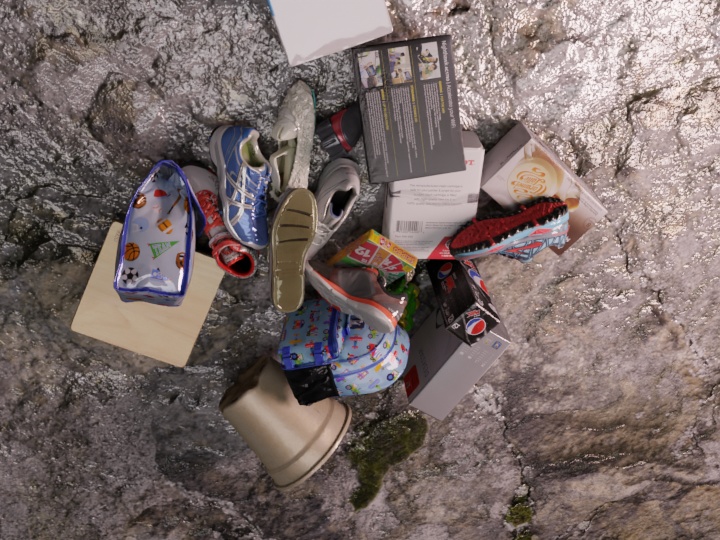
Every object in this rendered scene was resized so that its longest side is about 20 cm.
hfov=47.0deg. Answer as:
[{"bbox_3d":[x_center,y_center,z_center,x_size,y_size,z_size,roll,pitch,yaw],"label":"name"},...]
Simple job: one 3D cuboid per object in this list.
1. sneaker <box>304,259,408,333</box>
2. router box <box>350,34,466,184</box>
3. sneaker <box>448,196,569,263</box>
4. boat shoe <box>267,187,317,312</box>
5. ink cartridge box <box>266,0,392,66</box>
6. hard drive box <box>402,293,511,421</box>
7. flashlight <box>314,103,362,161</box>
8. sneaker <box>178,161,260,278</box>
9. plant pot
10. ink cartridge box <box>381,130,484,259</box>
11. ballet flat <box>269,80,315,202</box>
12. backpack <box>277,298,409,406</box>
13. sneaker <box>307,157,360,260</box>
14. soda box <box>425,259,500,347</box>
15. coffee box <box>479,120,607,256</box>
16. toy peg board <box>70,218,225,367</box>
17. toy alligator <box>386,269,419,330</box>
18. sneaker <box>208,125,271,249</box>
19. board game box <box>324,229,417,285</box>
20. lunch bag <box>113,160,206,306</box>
[{"bbox_3d":[-0.005,0.027,1.353,0.082,0.199,0.077,-50,154,-18],"label":"sneaker"},{"bbox_3d":[0.071,-0.237,1.226,0.148,0.051,0.201,-7,104,2],"label":"router box"},{"bbox_3d":[0.243,-0.042,1.329,0.199,0.079,0.096,-16,127,4],"label":"sneaker"},{"bbox_3d":[-0.118,-0.038,1.328,0.074,0.068,0.201,6,104,-22],"label":"boat shoe"},{"bbox_3d":[-0.056,-0.391,1.112,0.145,0.200,0.147,-18,121,3],"label":"ink cartridge box"},{"bbox_3d":[0.163,0.139,1.475,0.077,0.156,0.200,28,113,-20],"label":"hard drive box"},{"bbox_3d":[0.027,-0.244,1.282,0.199,0.068,0.068,-26,102,13],"label":"flashlight"},{"bbox_3d":[-0.228,-0.078,1.332,0.067,0.108,0.202,-29,119,11],"label":"sneaker"},{"bbox_3d":[-0.149,0.261,1.509,0.200,0.201,0.184,-40,105,17],"label":"plant pot"},{"bbox_3d":[0.115,-0.125,1.355,0.143,0.084,0.201,1,122,-6],"label":"ink cartridge box"},{"bbox_3d":[-0.110,-0.192,1.292,0.071,0.072,0.201,2,120,-7],"label":"ballet flat"},{"bbox_3d":[-0.023,0.126,1.412,0.199,0.183,0.135,-9,126,18],"label":"backpack"},{"bbox_3d":[-0.065,-0.088,1.356,0.074,0.087,0.201,21,118,-21],"label":"sneaker"},{"bbox_3d":[0.169,0.036,1.388,0.063,0.200,0.071,37,111,-25],"label":"soda box"},{"bbox_3d":[0.297,-0.133,1.372,0.200,0.080,0.114,38,111,-24],"label":"coffee box"},{"bbox_3d":[-0.356,0.030,1.405,0.199,0.098,0.200,22,100,-18],"label":"toy peg board"},{"bbox_3d":[0.067,0.043,1.445,0.054,0.059,0.200,24,152,18],"label":"toy alligator"},{"bbox_3d":[-0.177,-0.128,1.287,0.077,0.076,0.201,-5,107,35],"label":"sneaker"},{"bbox_3d":[0.000,0.000,1.394,0.095,0.030,0.200,31,147,-20],"label":"board game box"},{"bbox_3d":[-0.301,-0.053,1.253,0.123,0.170,0.201,6,80,-14],"label":"lunch bag"}]
